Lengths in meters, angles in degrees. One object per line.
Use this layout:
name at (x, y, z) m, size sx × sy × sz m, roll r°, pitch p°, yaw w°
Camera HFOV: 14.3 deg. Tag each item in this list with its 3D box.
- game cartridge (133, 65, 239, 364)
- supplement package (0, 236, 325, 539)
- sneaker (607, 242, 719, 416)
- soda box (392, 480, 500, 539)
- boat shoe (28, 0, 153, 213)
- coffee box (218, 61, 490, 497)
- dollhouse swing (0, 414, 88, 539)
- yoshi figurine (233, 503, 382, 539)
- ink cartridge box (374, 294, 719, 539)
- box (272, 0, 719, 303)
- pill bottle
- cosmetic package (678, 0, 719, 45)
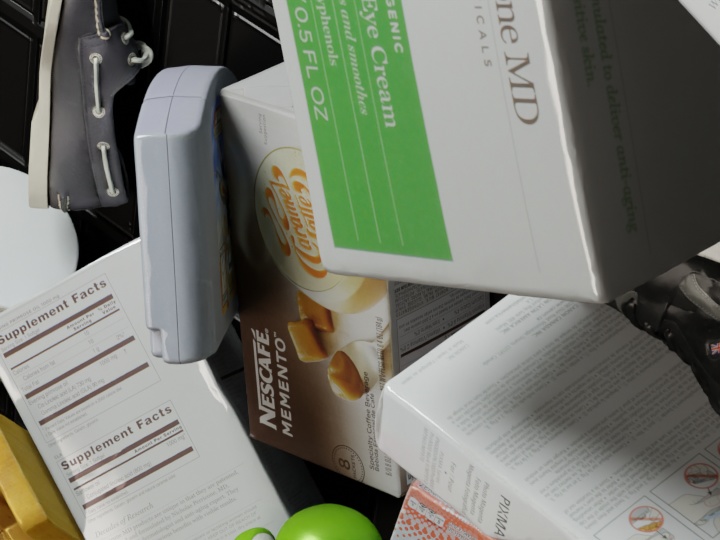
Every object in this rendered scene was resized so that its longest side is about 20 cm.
game cartridge at (-0.085, -0.037, 1.479) m, size 0.041 × 0.200 × 0.134 m, roll 2°, pitch 101°, yaw 3°
supplement package at (-0.109, 0.091, 1.594) m, size 0.109 × 0.114 × 0.201 m, roll -28°, pitch 88°, yaw 8°
sneaker at (0.161, 0.029, 1.276) m, size 0.199 × 0.076 × 0.088 m, roll 11°, pitch 83°, yaw 35°
soda box at (0.113, 0.164, 1.416) m, size 0.200 × 0.064 × 0.069 m, roll 33°, pitch 133°, yaw 16°
boat shoe at (-0.147, -0.122, 1.608) m, size 0.062 × 0.073 × 0.201 m, roll 8°, pitch 120°, yaw -4°
coffee box at (0.000, 0.000, 1.478) m, size 0.114 × 0.080 × 0.201 m, roll 21°, pitch 125°, yaw 40°
dollhouse swing at (-0.225, 0.216, 1.565) m, size 0.176 × 0.199 × 0.182 m, roll 66°, pitch -171°, yaw 26°
yoshi figurine at (-0.022, 0.190, 1.437) m, size 0.200 × 0.111 × 0.113 m, roll -105°, pitch 5°, yaw -49°
ink cartridge box at (0.131, 0.079, 1.309) m, size 0.200 × 0.162 × 0.057 m, roll 40°, pitch 146°, yaw 26°
box at (0.087, -0.113, 1.226) m, size 0.171 × 0.200 × 0.200 m, roll 6°, pitch 114°, yaw 44°
pill bottle at (-0.253, 0.023, 1.743) m, size 0.117 × 0.116 × 0.200 m, roll 57°, pitch 141°, yaw 8°
cosmetic package at (0.181, -0.190, 1.078) m, size 0.200 × 0.199 × 0.123 m, roll 51°, pitch 139°, yaw 15°
